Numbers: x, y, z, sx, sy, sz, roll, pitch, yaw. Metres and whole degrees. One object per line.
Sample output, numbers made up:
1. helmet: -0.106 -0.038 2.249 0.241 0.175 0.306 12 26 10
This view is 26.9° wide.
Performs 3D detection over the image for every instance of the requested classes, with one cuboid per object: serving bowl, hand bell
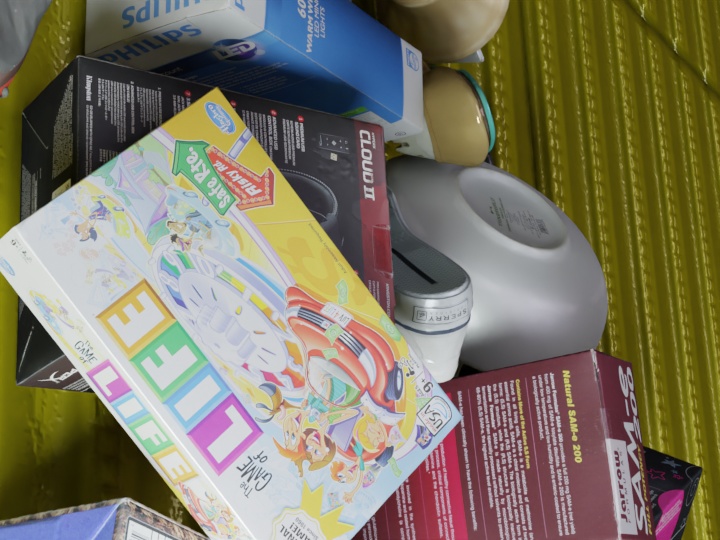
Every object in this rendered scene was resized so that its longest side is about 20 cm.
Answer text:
1. serving bowl: 0.086 -0.017 1.007 0.200 0.066 0.200 23 32 -15
2. hand bell: 0.028 -0.217 1.021 0.200 0.104 0.104 22 58 -69

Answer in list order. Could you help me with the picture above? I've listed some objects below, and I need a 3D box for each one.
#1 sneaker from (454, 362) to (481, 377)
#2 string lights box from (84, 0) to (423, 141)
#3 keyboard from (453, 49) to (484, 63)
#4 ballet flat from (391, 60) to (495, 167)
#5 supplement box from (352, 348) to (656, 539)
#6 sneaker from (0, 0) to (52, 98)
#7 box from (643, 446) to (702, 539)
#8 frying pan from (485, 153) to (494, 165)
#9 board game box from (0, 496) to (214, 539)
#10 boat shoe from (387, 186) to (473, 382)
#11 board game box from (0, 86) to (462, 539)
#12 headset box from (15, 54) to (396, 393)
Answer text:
1. sneaker: 0.064 0.051 1.022 0.067 0.090 0.200 33 50 -49
2. string lights box: -0.056 -0.127 0.882 0.200 0.103 0.059 25 59 -54
3. keyboard: 0.042 -0.249 1.152 0.011 0.056 0.200 -36 111 -27
4. ballet flat: 0.042 -0.100 1.000 0.200 0.063 0.069 -122 -166 -78
5. supplement box: 0.065 0.119 0.884 0.061 0.200 0.109 17 64 -56
6. sneaker: -0.188 -0.122 0.715 0.200 0.077 0.082 -53 150 -53
7. box: 0.136 0.198 1.022 0.200 0.115 0.132 -20 126 -59
8. frying pan: 0.088 -0.072 1.124 0.190 0.031 0.115 3 72 -79
9. board game box: -0.090 0.215 0.686 0.200 0.097 0.160 39 46 -46
10. boat shoe: 0.000 0.000 0.903 0.200 0.073 0.067 -129 -144 -54
11. board game box: -0.056 0.032 0.690 0.200 0.034 0.134 53 51 -6
12. headset box: -0.068 -0.010 0.770 0.200 0.077 0.149 9 68 -34
